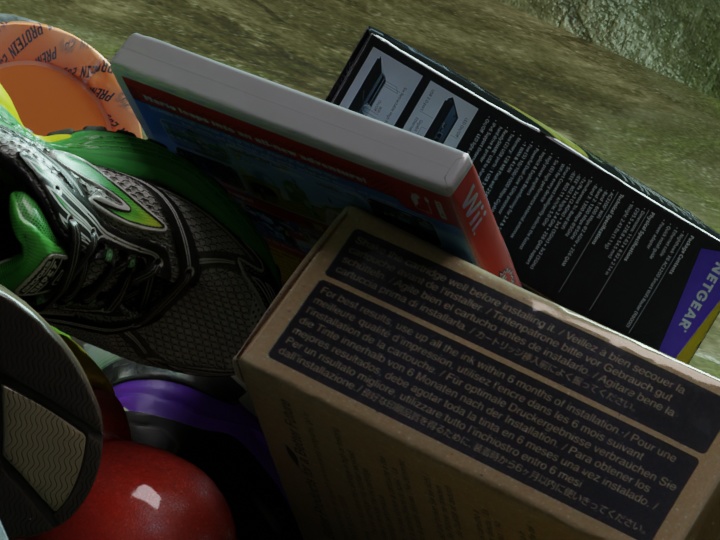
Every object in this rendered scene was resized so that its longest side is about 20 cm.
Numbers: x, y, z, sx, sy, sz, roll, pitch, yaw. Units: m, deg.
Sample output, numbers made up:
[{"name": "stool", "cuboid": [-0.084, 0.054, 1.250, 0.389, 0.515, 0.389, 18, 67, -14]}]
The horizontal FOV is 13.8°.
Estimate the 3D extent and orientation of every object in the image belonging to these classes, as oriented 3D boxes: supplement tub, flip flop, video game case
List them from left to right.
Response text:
[{"name": "flip flop", "cuboid": [-0.174, 0.023, 0.950, 0.199, 0.081, 0.058, 19, 4, 3]}, {"name": "supplement tub", "cuboid": [-0.166, -0.036, 1.227, 0.122, 0.123, 0.200, 16, -14, -21]}, {"name": "video game case", "cuboid": [0.000, 0.000, 1.061, 0.143, 0.017, 0.200, 22, -24, 29]}]

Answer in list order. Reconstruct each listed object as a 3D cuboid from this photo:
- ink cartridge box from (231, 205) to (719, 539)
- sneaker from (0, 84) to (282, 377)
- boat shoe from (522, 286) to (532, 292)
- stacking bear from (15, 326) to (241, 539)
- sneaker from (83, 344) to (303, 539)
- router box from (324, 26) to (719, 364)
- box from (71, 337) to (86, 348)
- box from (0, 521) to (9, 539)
[{"name": "ink cartridge box", "cuboid": [0.057, 0.082, 1.029, 0.164, 0.075, 0.200, 26, -22, 21]}, {"name": "sneaker", "cuboid": [-0.106, -0.007, 0.994, 0.200, 0.078, 0.085, 26, 23, -33]}, {"name": "boat shoe", "cuboid": [0.081, 0.083, 1.173, 0.075, 0.200, 0.062, -29, 19, -24]}, {"name": "stacking bear", "cuboid": [-0.131, 0.069, 1.056, 0.200, 0.114, 0.121, 31, 16, 23]}, {"name": "sneaker", "cuboid": [-0.031, 0.103, 1.162, 0.200, 0.070, 0.100, 29, 35, -34]}, {"name": "router box", "cuboid": [0.058, -0.032, 1.127, 0.157, 0.052, 0.200, 30, 5, -2]}, {"name": "box", "cuboid": [-0.043, 0.020, 1.367, 0.128, 0.109, 0.200, 28, 14, 27]}, {"name": "box", "cuboid": [-0.173, 0.074, 0.795, 0.159, 0.046, 0.200, 16, 19, -27]}]
